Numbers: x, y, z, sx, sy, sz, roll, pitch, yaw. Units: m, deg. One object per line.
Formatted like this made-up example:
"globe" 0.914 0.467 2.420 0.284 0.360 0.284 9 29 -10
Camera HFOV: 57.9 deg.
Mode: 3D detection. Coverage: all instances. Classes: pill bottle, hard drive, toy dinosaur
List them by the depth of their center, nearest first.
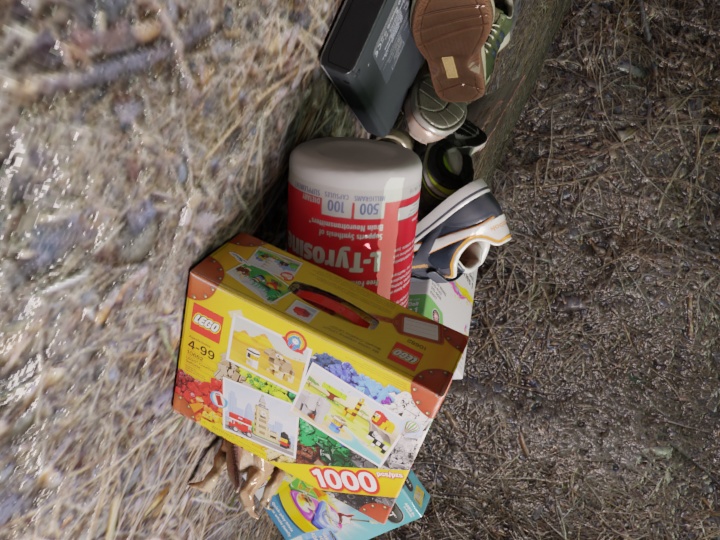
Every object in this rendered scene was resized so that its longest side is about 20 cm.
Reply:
"pill bottle" -0.010 -0.008 0.576 0.112 0.112 0.201 -46 144 -59
"hard drive" 0.026 -0.215 0.607 0.140 0.033 0.200 -66 169 1
"toy dinosaur" -0.107 0.184 0.714 0.136 0.086 0.200 -64 164 -5

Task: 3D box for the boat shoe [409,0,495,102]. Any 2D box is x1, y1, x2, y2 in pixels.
"boat shoe" 0.086 -0.238 0.613 0.202 0.074 0.075 62 30 -75

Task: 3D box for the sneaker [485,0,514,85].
"sneaker" 0.178 -0.347 0.965 0.200 0.067 0.090 -58 159 -34

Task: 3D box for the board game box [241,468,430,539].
"board game box" -0.035 0.280 0.845 0.200 0.151 0.047 -33 -178 25

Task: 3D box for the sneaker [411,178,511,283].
"sneaker" 0.084 -0.018 0.742 0.078 0.080 0.200 -27 172 -43

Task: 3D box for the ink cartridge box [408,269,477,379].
"ink cartridge box" 0.090 0.027 0.884 0.145 0.084 0.201 51 43 -43

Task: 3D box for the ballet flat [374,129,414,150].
"ballet flat" 0.026 -0.085 0.814 0.069 0.069 0.201 -49 160 -55

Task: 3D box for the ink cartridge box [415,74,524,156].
"ink cartridge box" 0.149 -0.182 0.946 0.200 0.050 0.161 -15 -142 54

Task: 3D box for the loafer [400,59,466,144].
"loafer" 0.082 -0.196 0.758 0.063 0.072 0.200 -44 -162 40

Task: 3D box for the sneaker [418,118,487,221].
"sneaker" 0.098 -0.135 0.797 0.081 0.074 0.200 -48 -171 40

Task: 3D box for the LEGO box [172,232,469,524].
"LEGO box" -0.037 0.083 0.514 0.077 0.199 0.149 -50 160 -54
